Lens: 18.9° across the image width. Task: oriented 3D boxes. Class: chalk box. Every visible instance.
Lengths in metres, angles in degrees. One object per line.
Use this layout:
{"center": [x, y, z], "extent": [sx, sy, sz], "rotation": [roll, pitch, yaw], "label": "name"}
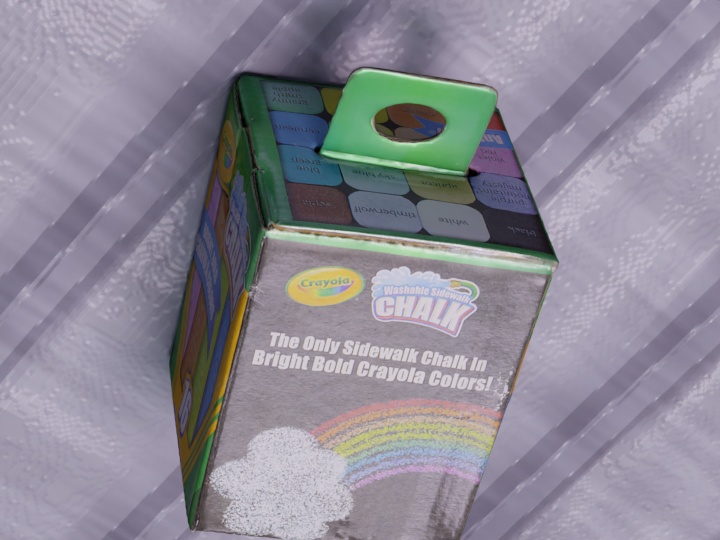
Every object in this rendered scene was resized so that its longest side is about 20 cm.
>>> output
{"center": [0.000, 0.000, 0.901], "extent": [0.123, 0.124, 0.201], "rotation": [8, 122, -15], "label": "chalk box"}
